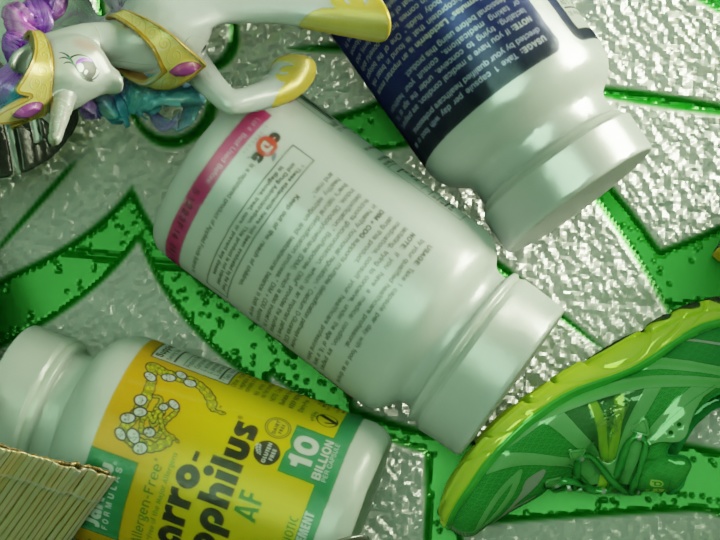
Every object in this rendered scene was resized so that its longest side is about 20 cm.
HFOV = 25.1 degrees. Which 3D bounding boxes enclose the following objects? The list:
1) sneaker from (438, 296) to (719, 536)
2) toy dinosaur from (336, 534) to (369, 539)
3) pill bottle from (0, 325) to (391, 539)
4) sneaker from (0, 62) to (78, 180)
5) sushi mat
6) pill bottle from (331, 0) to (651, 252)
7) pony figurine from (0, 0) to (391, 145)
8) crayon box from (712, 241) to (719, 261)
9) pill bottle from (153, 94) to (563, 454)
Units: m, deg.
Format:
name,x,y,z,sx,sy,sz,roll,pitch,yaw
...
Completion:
name,x,y,z,sx,sy,sz,roll,pitch,yaw
sneaker,0.131,0.088,0.854,0.199,0.074,0.084,-30,77,-2
toy dinosaur,-0.076,0.184,0.722,0.199,0.181,0.106,-5,92,-32
pill bottle,-0.094,0.101,0.845,0.199,0.113,0.113,20,83,6
sneaker,-0.253,-0.072,0.883,0.199,0.090,0.079,-16,91,-24
sushi mat,-0.206,0.163,0.780,0.200,0.096,0.012,-54,47,13
pill bottle,0.060,-0.117,0.867,0.116,0.116,0.200,-34,81,-2
pony figurine,-0.113,-0.146,0.796,0.199,0.167,0.193,-15,58,-29
crayon box,0.275,0.000,0.794,0.172,0.200,0.058,31,84,7
pill bottle,0.000,0.000,0.854,0.200,0.113,0.114,37,85,8
